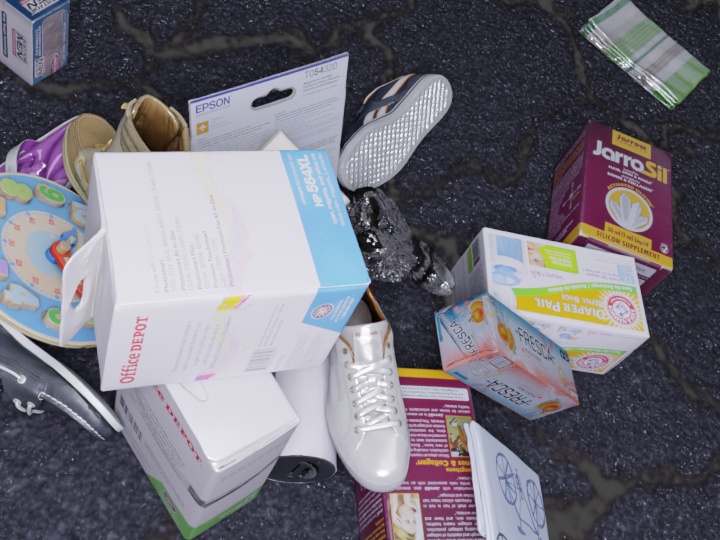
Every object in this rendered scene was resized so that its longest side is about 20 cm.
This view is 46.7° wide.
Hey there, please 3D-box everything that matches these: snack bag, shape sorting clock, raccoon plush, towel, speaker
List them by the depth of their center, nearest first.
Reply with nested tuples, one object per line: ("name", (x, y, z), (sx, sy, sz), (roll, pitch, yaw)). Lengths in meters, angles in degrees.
("snack bag", (0.148, 0.262, 0.778), (0.021, 0.189, 0.201), (-19, 55, 21))
("shape sorting clock", (-0.297, -0.014, 0.807), (0.200, 0.039, 0.201), (41, 27, -26))
("speaker", (-0.061, 0.106, 0.838), (0.081, 0.081, 0.201), (9, 57, -15))
("raccoon plush", (0.000, 0.000, 0.949), (0.200, 0.133, 0.097), (47, 31, -27))
("towel", (0.469, -0.362, 1.358), (0.200, 0.031, 0.149), (43, 56, 9))

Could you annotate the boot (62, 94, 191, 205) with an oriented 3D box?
("boot", (-0.235, -0.121, 0.831), (0.072, 0.156, 0.201), (1, 50, -36))

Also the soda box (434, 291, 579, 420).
("soda box", (0.156, 0.094, 0.872), (0.200, 0.063, 0.069), (34, 42, -46))

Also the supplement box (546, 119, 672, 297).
("supplement box", (0.321, -0.073, 1.077), (0.130, 0.103, 0.201), (19, 54, -7))

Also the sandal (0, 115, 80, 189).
("sandal", (-0.344, -0.107, 0.888), (0.082, 0.050, 0.203), (29, 54, 0))

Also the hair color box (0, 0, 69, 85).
("hair color box", (-0.429, -0.317, 0.958), (0.200, 0.100, 0.061), (38, 53, 6))

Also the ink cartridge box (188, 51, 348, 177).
("ink cartridge box", (-0.106, -0.130, 0.899), (0.195, 0.201, 0.043), (-25, 50, -31))

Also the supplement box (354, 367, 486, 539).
("supplement box", (0.056, 0.203, 0.816), (0.109, 0.086, 0.201), (5, 57, -18))

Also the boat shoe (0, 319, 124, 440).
("boat shoe", (-0.305, 0.097, 0.764), (0.199, 0.076, 0.060), (37, 69, 12))

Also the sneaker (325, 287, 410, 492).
("sneaker", (0.001, 0.098, 0.765), (0.072, 0.085, 0.201), (-9, 61, -10))

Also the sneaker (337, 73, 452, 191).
("sneaker", (0.028, -0.174, 1.055), (0.200, 0.079, 0.079), (-44, 37, -22))

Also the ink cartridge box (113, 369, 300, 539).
("ink cartridge box", (-0.141, 0.126, 0.722), (0.084, 0.200, 0.146), (-25, 70, -31))

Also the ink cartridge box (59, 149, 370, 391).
("ink cartridge box", (-0.117, -0.002, 0.609), (0.198, 0.129, 0.126), (-3, 59, -25))

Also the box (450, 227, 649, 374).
("box", (0.216, 0.039, 0.968), (0.198, 0.102, 0.113), (9, 56, -14))

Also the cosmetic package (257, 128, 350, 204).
("cosmetic package", (-0.116, -0.035, 0.842), (0.200, 0.071, 0.105), (-45, 99, -3))
